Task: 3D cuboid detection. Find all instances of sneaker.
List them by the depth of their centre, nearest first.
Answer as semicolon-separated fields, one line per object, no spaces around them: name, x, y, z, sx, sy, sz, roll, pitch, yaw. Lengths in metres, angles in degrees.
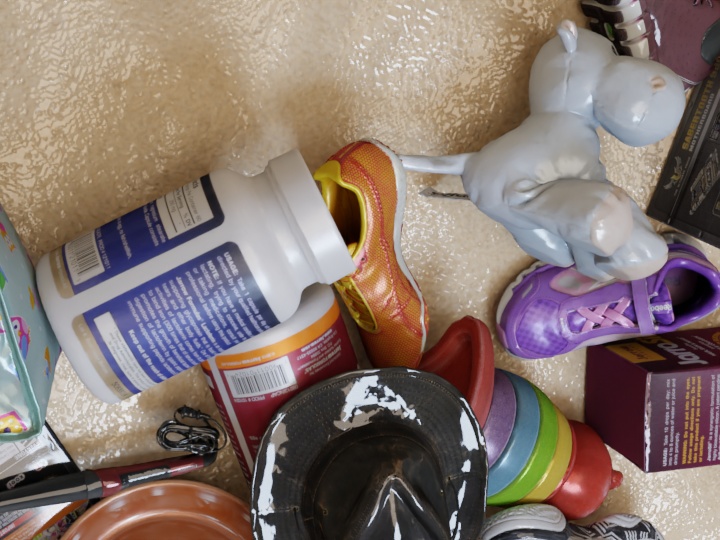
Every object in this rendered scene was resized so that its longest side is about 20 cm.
sneaker;0.000;0.000;1.172;0.077;0.073;0.201;-31;120;-35
sneaker;0.233;-0.228;1.217;0.115;0.076;0.201;-28;121;-15
sneaker;0.182;0.256;1.240;0.199;0.115;0.075;16;140;-39
sneaker;0.208;0.025;1.255;0.199;0.088;0.081;-16;109;-13

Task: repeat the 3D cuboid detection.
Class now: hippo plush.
hippo plush;0.165;-0.095;1.191;0.162;0.199;0.159;-64;156;-7

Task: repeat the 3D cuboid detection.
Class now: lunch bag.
lunch bag;-0.282;0.006;1.039;0.121;0.170;0.201;-17;109;-2

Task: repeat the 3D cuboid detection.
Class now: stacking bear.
stacking bear;0.123;0.139;1.244;0.199;0.114;0.121;29;133;-34

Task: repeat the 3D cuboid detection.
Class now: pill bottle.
pill bottle;-0.111;0.001;1.071;0.199;0.116;0.116;-26;110;1
pill bottle;-0.045;0.113;1.178;0.112;0.113;0.201;-23;110;-12

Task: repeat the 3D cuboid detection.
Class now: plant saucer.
plant saucer;-0.141;0.257;1.155;0.199;0.032;0.202;3;69;-7

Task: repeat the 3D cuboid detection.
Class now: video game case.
video game case;-0.284;0.224;1.171;0.199;0.025;0.181;-34;111;-10

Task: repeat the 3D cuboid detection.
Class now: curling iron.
curling iron;-0.197;0.148;1.162;0.199;0.026;0.050;-18;85;-14

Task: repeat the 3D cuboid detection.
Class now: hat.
hat;0.014;0.173;1.104;0.199;0.081;0.202;-4;110;-11

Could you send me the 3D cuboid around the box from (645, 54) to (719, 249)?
box;0.313;-0.112;1.217;0.048;0.158;0.201;18;97;-20

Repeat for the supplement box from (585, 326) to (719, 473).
supplement box;0.299;0.102;1.291;0.199;0.110;0.086;-4;104;-18
